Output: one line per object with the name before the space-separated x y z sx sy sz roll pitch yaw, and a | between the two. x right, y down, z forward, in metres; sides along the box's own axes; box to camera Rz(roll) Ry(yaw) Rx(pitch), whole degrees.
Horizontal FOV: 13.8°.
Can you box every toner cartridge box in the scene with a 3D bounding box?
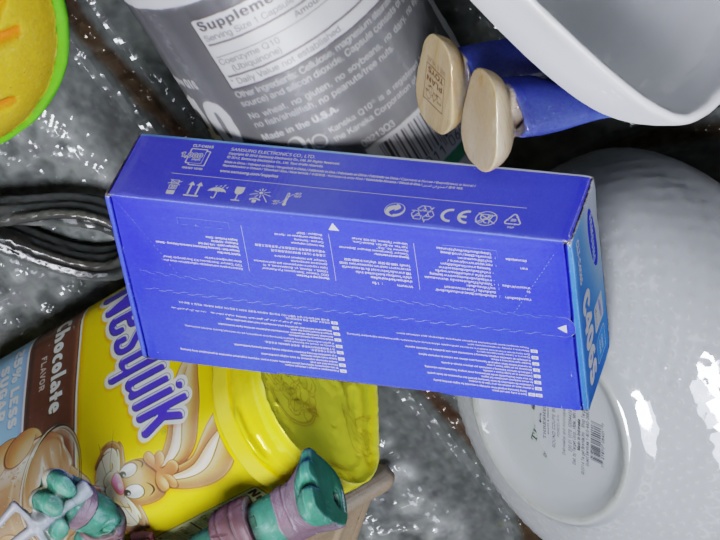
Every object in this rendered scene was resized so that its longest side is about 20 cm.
toner cartridge box | 0.000 0.000 1.231 0.199 0.043 0.095 7 134 17

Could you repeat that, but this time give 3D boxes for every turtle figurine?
turtle figurine | -0.098 0.148 1.278 0.199 0.101 0.151 -15 100 15

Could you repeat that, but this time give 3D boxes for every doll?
doll | 0.124 -0.090 1.241 0.199 0.136 0.049 -11 120 -24

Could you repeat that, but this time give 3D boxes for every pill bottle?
pill bottle | -0.035 -0.116 1.250 0.113 0.113 0.200 -20 120 21

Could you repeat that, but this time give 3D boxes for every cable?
cable | -0.202 -0.023 1.378 0.199 0.050 0.097 25 128 -9

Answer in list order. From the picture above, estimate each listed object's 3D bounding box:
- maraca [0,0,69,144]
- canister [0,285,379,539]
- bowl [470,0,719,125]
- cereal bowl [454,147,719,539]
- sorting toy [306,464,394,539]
maraca | -0.210 -0.130 1.267 0.137 0.107 0.200 -30 117 17
canister | -0.095 0.071 1.371 0.199 0.149 0.086 -29 134 28
bowl | 0.091 -0.171 1.159 0.200 0.200 0.075 43 153 -17
cereal bowl | 0.109 0.052 1.307 0.200 0.083 0.201 25 126 40
sorting toy | -0.077 0.189 1.453 0.036 0.185 0.201 41 131 21
